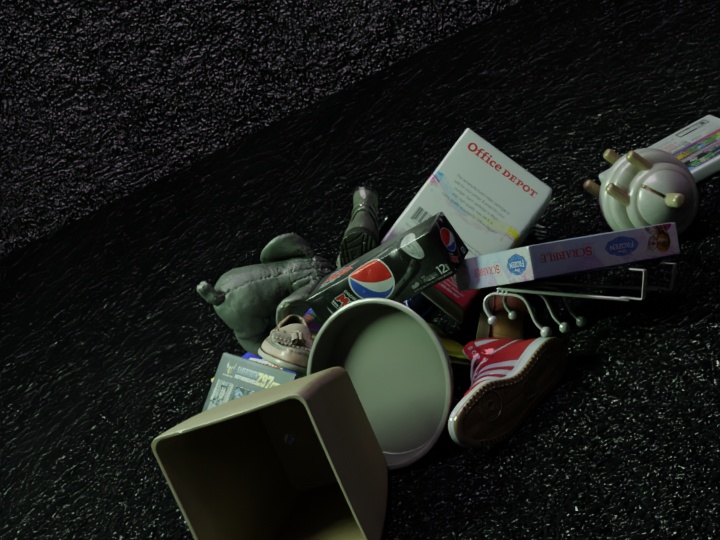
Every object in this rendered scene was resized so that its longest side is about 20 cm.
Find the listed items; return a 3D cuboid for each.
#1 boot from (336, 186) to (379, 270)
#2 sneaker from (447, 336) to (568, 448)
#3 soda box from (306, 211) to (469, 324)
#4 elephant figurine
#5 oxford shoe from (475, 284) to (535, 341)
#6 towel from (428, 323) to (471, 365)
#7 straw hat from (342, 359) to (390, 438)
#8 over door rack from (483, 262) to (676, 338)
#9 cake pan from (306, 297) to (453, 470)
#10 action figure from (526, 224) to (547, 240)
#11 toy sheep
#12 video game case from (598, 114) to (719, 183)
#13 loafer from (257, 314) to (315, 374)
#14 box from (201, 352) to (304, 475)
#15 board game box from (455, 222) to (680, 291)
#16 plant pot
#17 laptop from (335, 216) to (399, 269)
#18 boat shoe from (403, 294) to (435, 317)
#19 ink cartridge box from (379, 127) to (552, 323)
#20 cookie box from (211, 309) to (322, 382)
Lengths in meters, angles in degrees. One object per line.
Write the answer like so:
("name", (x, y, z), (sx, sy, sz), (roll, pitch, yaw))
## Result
("boot", (0.000, 0.000, 1.722), (0.067, 0.202, 0.131), (9, 31, 1))
("sneaker", (0.142, 0.138, 1.486), (0.112, 0.072, 0.199), (-1, 25, 47))
("soda box", (0.032, 0.007, 1.590), (0.199, 0.064, 0.071), (-30, 12, 29))
("elephant figurine", (-0.097, 0.017, 1.796), (0.199, 0.142, 0.155), (-27, 13, 15))
("oxford shoe", (0.191, 0.061, 1.662), (0.070, 0.072, 0.200), (9, 22, 7))
("towel", (0.099, 0.092, 1.685), (0.085, 0.018, 0.200), (8, 8, -20))
("straw hat", (-0.011, 0.129, 1.616), (0.201, 0.085, 0.202), (-41, 23, 22))
("over door rack", (0.262, 0.037, 1.517), (0.198, 0.067, 0.147), (-9, 0, 27))
("cake pan", (0.027, 0.132, 1.510), (0.199, 0.203, 0.037), (-16, -7, 32))
("action figure", (0.176, -0.041, 1.851), (0.199, 0.120, 0.102), (-32, 12, -30))
("toy sheep", (0.374, -0.097, 1.678), (0.137, 0.139, 0.200), (-28, 12, 0))
("video game case", (0.469, -0.161, 1.890), (0.199, 0.023, 0.182), (-28, 18, -2))
("loafer", (-0.091, 0.090, 1.650), (0.200, 0.071, 0.064), (-170, 100, -83))
("box", (-0.139, 0.197, 1.632), (0.199, 0.051, 0.159), (7, 76, 56))
("board game box", (0.242, -0.015, 1.536), (0.198, 0.042, 0.199), (-9, -1, -20))
("plant pot", (-0.077, 0.216, 1.430), (0.198, 0.201, 0.177), (-19, 11, 24))
("laptop", (0.020, -0.036, 1.942), (0.176, 0.104, 0.200), (1, -45, -48))
("boat shoe", (0.078, 0.021, 1.893), (0.084, 0.069, 0.200), (-7, 28, 48))
("ink cartridge box", (0.141, -0.058, 1.730), (0.201, 0.145, 0.145), (-52, -9, -5))
("cookie box", (-0.087, 0.139, 1.810), (0.199, 0.076, 0.171), (-36, 21, -21))
